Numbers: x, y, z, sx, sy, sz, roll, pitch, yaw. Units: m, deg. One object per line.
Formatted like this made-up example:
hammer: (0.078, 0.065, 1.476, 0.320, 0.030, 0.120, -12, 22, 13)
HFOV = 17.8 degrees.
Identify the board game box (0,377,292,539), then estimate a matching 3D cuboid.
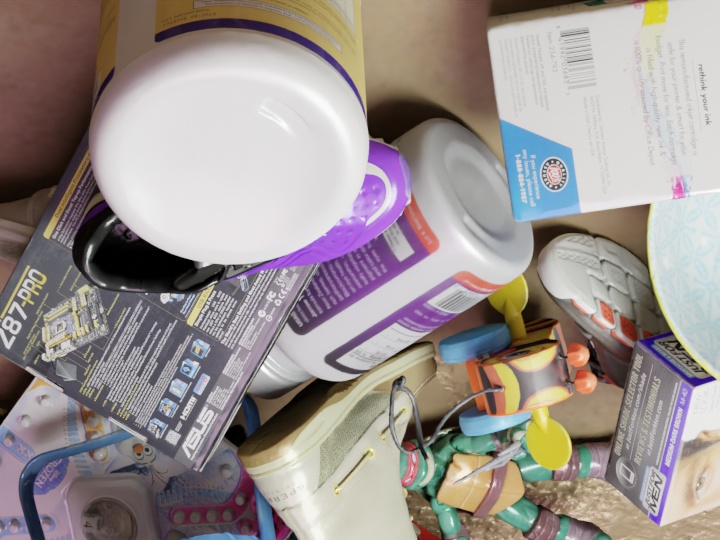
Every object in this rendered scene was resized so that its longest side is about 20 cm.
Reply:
board game box: (-0.169, 0.172, 1.549, 0.200, 0.026, 0.200, 38, 112, 0)

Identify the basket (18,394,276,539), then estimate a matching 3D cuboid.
basket: (-0.126, 0.190, 1.466, 0.175, 0.201, 0.139, -23, 155, 20)

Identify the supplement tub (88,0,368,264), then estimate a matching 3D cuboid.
supplement tub: (-0.070, -0.117, 1.236, 0.144, 0.201, 0.146, -1, 131, -1)

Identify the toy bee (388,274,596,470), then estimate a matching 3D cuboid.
toy bee: (0.106, 0.073, 1.461, 0.108, 0.200, 0.131, -13, 118, 23)

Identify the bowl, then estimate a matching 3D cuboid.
bowl: (0.274, -0.019, 1.418, 0.199, 0.202, 0.108, -8, 180, 6)

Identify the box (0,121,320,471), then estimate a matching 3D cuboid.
box: (-0.115, -0.004, 1.375, 0.161, 0.049, 0.201, 29, 105, -1)

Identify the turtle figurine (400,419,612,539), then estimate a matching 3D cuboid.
turtle figurine: (0.090, 0.152, 1.610, 0.199, 0.101, 0.150, 9, 123, -26)

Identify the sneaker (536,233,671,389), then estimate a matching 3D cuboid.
sneaker: (0.174, 0.050, 1.529, 0.082, 0.077, 0.200, -30, 130, 34)

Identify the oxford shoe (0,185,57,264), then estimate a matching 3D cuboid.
oxford shoe: (-0.170, -0.028, 1.442, 0.198, 0.058, 0.075, 6, 170, 9)

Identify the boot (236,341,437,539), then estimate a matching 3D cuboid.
boot: (0.012, 0.142, 1.491, 0.072, 0.200, 0.155, -20, 99, 35)

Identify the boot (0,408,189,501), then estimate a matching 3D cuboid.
boot: (-0.184, 0.118, 1.582, 0.153, 0.074, 0.204, 12, 132, -9)

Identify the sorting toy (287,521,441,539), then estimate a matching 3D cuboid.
sorting toy: (0.016, 0.240, 1.639, 0.070, 0.199, 0.200, -42, 126, 16)

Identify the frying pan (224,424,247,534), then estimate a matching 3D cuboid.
frying pan: (-0.109, 0.189, 1.627, 0.031, 0.115, 0.190, 17, 133, -16)

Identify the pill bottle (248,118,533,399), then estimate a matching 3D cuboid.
pill bottle: (0.000, 0.000, 1.436, 0.199, 0.112, 0.111, -32, 129, 28)

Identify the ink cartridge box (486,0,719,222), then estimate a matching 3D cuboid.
ink cartridge box: (0.179, -0.103, 1.332, 0.198, 0.067, 0.117, -8, 101, 6)

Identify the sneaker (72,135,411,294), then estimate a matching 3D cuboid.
sneaker: (-0.069, -0.022, 1.289, 0.199, 0.100, 0.070, -13, 102, 9)

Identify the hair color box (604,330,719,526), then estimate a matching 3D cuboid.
hair color box: (0.260, 0.084, 1.495, 0.199, 0.065, 0.110, -13, 127, -32)
